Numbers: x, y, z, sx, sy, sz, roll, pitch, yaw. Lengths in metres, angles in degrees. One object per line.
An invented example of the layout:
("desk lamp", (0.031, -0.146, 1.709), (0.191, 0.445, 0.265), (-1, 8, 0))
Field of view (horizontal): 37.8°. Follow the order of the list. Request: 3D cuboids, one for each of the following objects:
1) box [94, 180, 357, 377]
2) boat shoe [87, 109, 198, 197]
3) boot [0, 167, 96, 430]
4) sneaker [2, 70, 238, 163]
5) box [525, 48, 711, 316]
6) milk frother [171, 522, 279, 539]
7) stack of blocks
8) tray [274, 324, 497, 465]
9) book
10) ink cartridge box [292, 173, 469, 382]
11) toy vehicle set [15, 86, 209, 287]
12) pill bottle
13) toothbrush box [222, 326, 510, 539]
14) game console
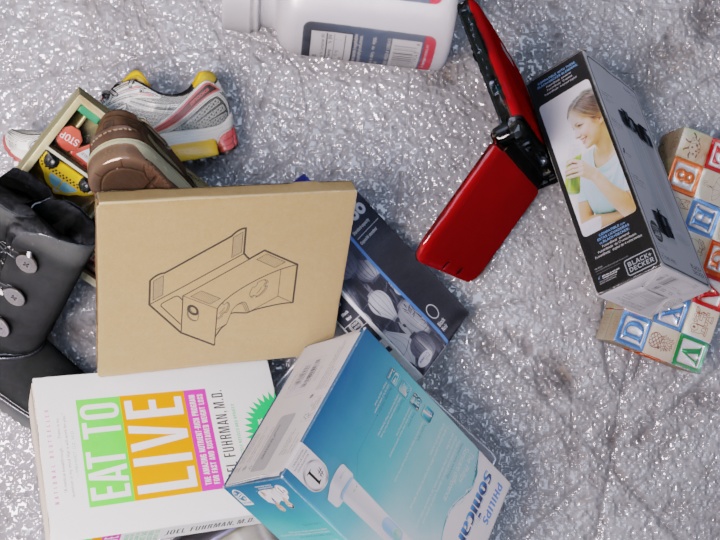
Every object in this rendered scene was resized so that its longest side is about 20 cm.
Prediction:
("box", (-0.107, 0.008, 0.824), (0.196, 0.021, 0.166), (-5, 127, -20))
("boat shoe", (-0.150, -0.049, 0.841), (0.073, 0.204, 0.076), (-19, 51, 4))
("boot", (-0.250, 0.035, 0.856), (0.163, 0.066, 0.201), (25, 122, -11))
("sneaker", (-0.209, -0.129, 0.912), (0.196, 0.078, 0.084), (-11, 104, -13))
("box", (0.217, -0.072, 0.889), (0.060, 0.116, 0.203), (-27, 65, 30))
("milk frother", (-0.112, 0.315, 0.850), (0.178, 0.200, 0.191), (-27, 90, 0))
("stack of blocks", (0.304, -0.013, 0.957), (0.113, 0.059, 0.203), (20, 87, -3))
("tray", (0.018, 0.143, 0.951), (0.200, 0.022, 0.108), (42, 87, -2))
("book", (-0.157, 0.147, 0.844), (0.196, 0.048, 0.135), (-4, 57, -25))
("ink cartridge box", (0.000, 0.000, 0.920), (0.200, 0.039, 0.100), (45, 47, -2))
("toy vehicle set", (-0.193, -0.043, 0.887), (0.199, 0.027, 0.125), (37, 98, -27))
("pill bottle", (-0.017, -0.244, 0.910), (0.196, 0.120, 0.122), (6, 88, -4))
("toothbrush box", (0.012, 0.171, 0.839), (0.200, 0.085, 0.148), (46, 52, -20))
("game console", (0.092, -0.100, 0.882), (0.117, 0.200, 0.175), (-23, 78, 15))
